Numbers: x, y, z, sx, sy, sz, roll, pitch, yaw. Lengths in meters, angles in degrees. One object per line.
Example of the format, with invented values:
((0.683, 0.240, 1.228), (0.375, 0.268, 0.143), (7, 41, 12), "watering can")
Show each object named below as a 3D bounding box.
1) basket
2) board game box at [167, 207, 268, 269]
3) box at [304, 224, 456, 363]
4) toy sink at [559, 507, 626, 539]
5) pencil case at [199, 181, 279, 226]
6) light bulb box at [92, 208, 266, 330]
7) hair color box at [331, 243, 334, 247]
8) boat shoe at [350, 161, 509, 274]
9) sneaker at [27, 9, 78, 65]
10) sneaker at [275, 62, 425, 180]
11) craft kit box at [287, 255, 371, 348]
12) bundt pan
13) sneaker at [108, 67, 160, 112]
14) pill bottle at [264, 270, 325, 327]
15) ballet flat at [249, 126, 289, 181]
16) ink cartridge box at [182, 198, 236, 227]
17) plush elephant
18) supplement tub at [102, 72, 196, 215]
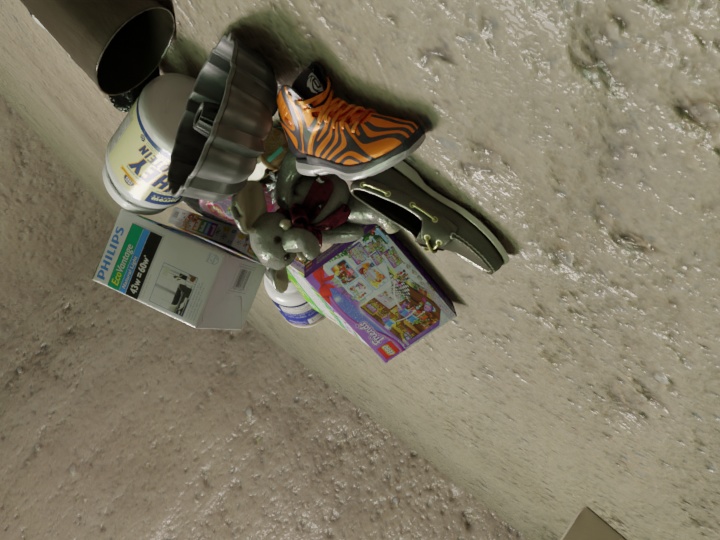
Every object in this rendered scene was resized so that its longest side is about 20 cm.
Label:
((-0.361, -0.352, 0.972), (0.200, 0.136, 0.180), (44, 171, -2), "basket")
((-0.240, -0.055, 1.356), (0.199, 0.035, 0.134), (18, 171, 42), "board game box")
((0.030, 0.030, 1.104), (0.200, 0.136, 0.039), (48, -163, -26), "box")
((0.520, 0.637, 1.674), (0.199, 0.131, 0.112), (39, 166, 2), "toy sink")
((-0.151, -0.098, 1.180), (0.198, 0.088, 0.087), (22, 166, -2), "pencil case")
((-0.293, 0.004, 1.244), (0.198, 0.126, 0.198), (23, 179, 13), "light bulb box")
((0.000, 0.000, 1.234), (0.109, 0.065, 0.200), (40, 164, 3), "hair color box")
((0.078, -0.056, 0.863), (0.201, 0.060, 0.072), (39, 166, 8), "boat shoe")
((-0.467, -0.398, 1.198), (0.199, 0.079, 0.130), (45, 178, 26), "sneaker")
((-0.026, -0.160, 0.791), (0.199, 0.078, 0.113), (3, 129, 46), "sneaker")
((-0.048, 0.041, 1.272), (0.197, 0.049, 0.200), (28, 162, 37), "craft kit box")
((-0.159, -0.171, 0.894), (0.075, 0.204, 0.201), (20, 175, -26), "bundt pan")
((-0.358, -0.321, 1.164), (0.059, 0.104, 0.202), (-3, 110, 17), "sneaker")
((-0.132, 0.029, 1.543), (0.119, 0.120, 0.200), (34, 164, 23), "pill bottle")
((-0.148, -0.161, 1.109), (0.068, 0.073, 0.200), (44, 166, -18), "ballet flat")
((-0.252, -0.133, 1.334), (0.143, 0.084, 0.200), (27, 173, 21), "ink cartridge box")
((-0.078, -0.064, 0.963), (0.198, 0.156, 0.165), (2, 143, 38), "plush elephant")
((-0.298, -0.184, 1.138), (0.145, 0.146, 0.200), (43, 136, -12), "supplement tub")
